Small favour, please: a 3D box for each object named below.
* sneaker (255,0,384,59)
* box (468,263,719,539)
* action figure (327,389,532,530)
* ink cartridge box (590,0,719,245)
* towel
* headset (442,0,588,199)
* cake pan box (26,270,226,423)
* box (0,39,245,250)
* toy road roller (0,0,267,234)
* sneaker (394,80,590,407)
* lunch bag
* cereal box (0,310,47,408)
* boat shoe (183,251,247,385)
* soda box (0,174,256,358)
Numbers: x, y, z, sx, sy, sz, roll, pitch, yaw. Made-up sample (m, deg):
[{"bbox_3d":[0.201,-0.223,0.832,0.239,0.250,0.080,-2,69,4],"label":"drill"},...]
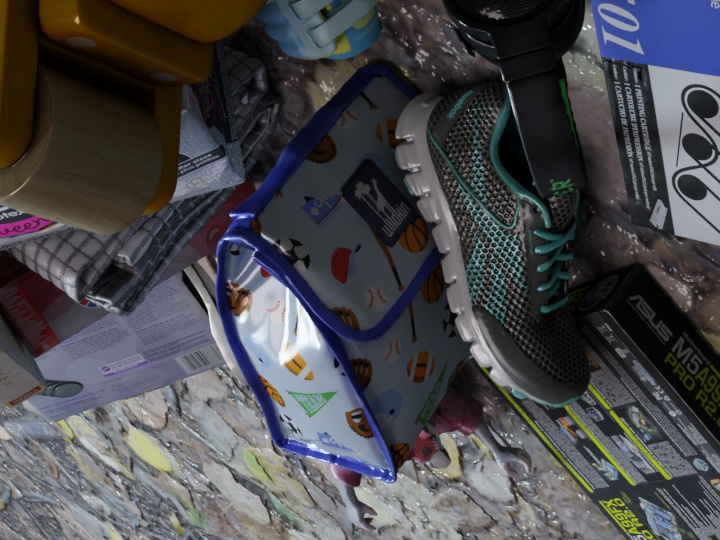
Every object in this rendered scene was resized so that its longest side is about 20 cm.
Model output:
[{"bbox_3d":[-0.021,-0.187,0.781,0.131,0.080,0.200,48,160,-5],"label":"sneaker"},{"bbox_3d":[0.183,0.100,0.938,0.200,0.044,0.160,48,151,-8],"label":"box"},{"bbox_3d":[0.032,0.093,1.023,0.200,0.132,0.151,175,74,-86],"label":"action figure"},{"bbox_3d":[0.166,-0.100,0.698,0.093,0.044,0.202,17,141,35],"label":"ink cartridge box"},{"bbox_3d":[-0.171,-0.079,0.975,0.164,0.201,0.086,29,161,22],"label":"towel"},{"bbox_3d":[0.063,-0.133,0.706,0.093,0.123,0.203,-13,92,11],"label":"headset"},{"bbox_3d":[-0.213,0.038,1.186,0.197,0.053,0.185,-19,145,10],"label":"cake pan box"},{"bbox_3d":[-0.185,-0.102,0.864,0.197,0.134,0.115,-15,159,8],"label":"box"},{"bbox_3d":[-0.114,-0.127,0.707,0.144,0.203,0.122,-4,167,35],"label":"toy road roller"},{"bbox_3d":[0.092,-0.017,0.835,0.091,0.077,0.202,-21,96,45],"label":"sneaker"},{"bbox_3d":[0.000,0.000,0.901,0.123,0.171,0.202,9,137,35],"label":"lunch bag"},{"bbox_3d":[-0.282,0.009,0.990,0.145,0.039,0.200,58,172,15],"label":"cereal box"},{"bbox_3d":[-0.105,-0.009,1.128,0.059,0.072,0.202,-21,104,14],"label":"boat shoe"},{"bbox_3d":[-0.169,-0.025,1.042,0.064,0.198,0.070,62,175,-32],"label":"soda box"}]
